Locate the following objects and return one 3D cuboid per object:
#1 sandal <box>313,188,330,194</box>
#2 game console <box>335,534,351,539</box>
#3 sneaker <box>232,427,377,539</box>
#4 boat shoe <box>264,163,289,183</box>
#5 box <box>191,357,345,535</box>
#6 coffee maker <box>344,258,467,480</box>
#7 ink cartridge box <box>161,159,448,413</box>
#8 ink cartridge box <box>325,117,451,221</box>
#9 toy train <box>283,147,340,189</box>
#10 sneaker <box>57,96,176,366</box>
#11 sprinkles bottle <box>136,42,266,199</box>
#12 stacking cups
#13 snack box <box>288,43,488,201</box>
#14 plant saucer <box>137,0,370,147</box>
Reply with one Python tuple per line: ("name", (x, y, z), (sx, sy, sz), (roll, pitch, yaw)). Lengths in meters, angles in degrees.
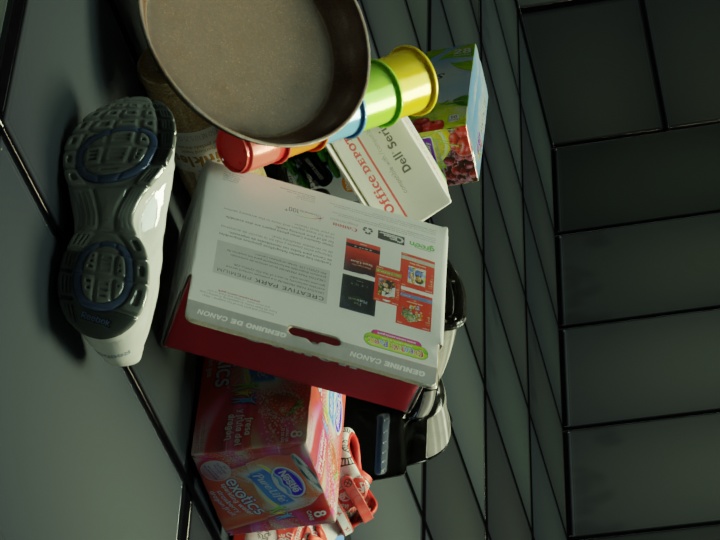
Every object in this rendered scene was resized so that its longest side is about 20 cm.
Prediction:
("sandal", (0.000, 0.001, 1.748), (0.201, 0.057, 0.080), (-118, -173, -51))
("game console", (-0.043, 0.268, 1.850), (0.200, 0.031, 0.178), (68, 18, -49))
("sneaker", (-0.044, 0.215, 1.685), (0.067, 0.107, 0.202), (67, 19, -52))
("boat shoe", (-0.088, -0.063, 1.780), (0.057, 0.068, 0.201), (28, 49, -71))
("box", (-0.068, 0.100, 1.674), (0.201, 0.094, 0.103), (-86, 164, -46))
("coffee maker", (-0.006, 0.082, 1.883), (0.201, 0.191, 0.135), (95, 6, -45))
("ink cartridge box", (-0.042, 0.027, 1.573), (0.176, 0.199, 0.084), (-84, -166, -47))
("ink cartridge box", (0.021, -0.096, 1.785), (0.117, 0.067, 0.200), (58, 6, -8))
("toy train", (-0.068, -0.131, 1.724), (0.200, 0.042, 0.057), (51, 19, -56))
("sneaker", (-0.163, -0.027, 1.404), (0.087, 0.074, 0.201), (86, 10, -58))
("sprinkles bottle", (-0.115, -0.095, 1.645), (0.068, 0.068, 0.200), (-86, 163, -44))
("stacking cups", (-0.030, -0.125, 1.639), (0.199, 0.060, 0.061), (-22, 108, -37))
("snack box", (0.015, -0.135, 1.976), (0.169, 0.199, 0.068), (-78, 157, -57))
("plant saucer", (-0.084, -0.178, 1.568), (0.199, 0.034, 0.201), (16, 60, -29))
